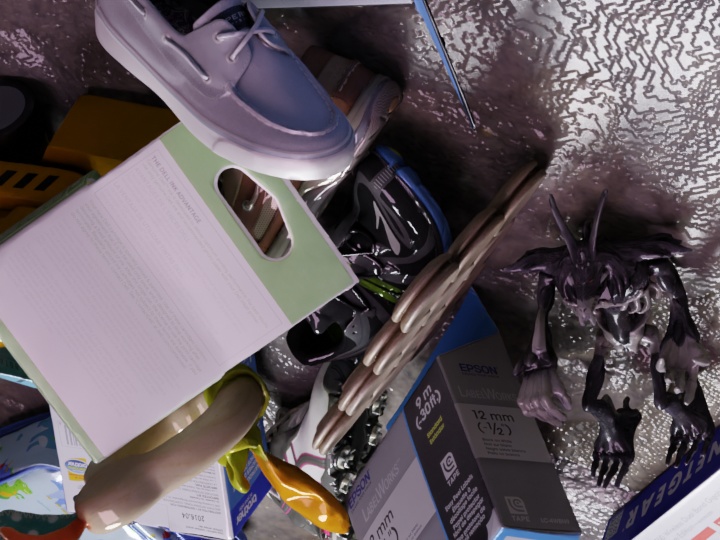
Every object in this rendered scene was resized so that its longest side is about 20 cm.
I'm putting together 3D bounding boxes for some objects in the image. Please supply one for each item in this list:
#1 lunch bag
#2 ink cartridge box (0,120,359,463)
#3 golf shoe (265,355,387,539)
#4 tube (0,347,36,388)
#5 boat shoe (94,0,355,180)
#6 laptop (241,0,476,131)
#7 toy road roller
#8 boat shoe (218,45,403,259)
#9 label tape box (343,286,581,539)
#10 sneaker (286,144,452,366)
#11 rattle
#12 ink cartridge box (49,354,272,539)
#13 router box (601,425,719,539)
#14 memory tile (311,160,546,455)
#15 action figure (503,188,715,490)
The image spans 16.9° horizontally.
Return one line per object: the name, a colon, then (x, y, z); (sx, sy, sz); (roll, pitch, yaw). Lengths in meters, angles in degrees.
lunch bag: (-0.193, 0.193, 1.852); (0.200, 0.083, 0.160); (42, 141, -22)
ink cartridge box: (-0.121, 0.001, 1.456); (0.199, 0.048, 0.146); (-35, 102, 6)
golf shoe: (-0.032, 0.123, 1.687); (0.088, 0.077, 0.201); (24, 143, 16)
tube: (-0.250, 0.035, 1.621); (0.077, 0.200, 0.051); (12, 107, -26)
boat shoe: (-0.077, -0.126, 1.381); (0.200, 0.072, 0.069); (44, 145, 33)
laptop: (-0.037, -0.179, 1.289); (0.199, 0.116, 0.188); (1, 137, 28)
toy road roller: (-0.186, -0.022, 1.536); (0.198, 0.147, 0.123); (9, 141, 20)
boat shoe: (-0.050, -0.059, 1.470); (0.072, 0.076, 0.200); (36, 123, -1)
label tape box: (0.051, 0.128, 1.519); (0.066, 0.201, 0.144); (5, 135, -30)
sneaker: (0.000, 0.000, 1.503); (0.071, 0.082, 0.200); (52, 149, 21)
rattle: (-0.122, 0.160, 1.523); (0.130, 0.200, 0.144); (4, 127, 41)
ink cartridge box: (-0.140, 0.103, 1.673); (0.135, 0.076, 0.201); (7, 119, 23)
router box: (0.278, 0.189, 1.611); (0.179, 0.049, 0.200); (31, 143, -8)
memory tile: (0.039, 0.023, 1.462); (0.017, 0.153, 0.200); (39, 142, 6)
action figure: (0.156, 0.048, 1.466); (0.118, 0.103, 0.201); (-11, 132, 18)
